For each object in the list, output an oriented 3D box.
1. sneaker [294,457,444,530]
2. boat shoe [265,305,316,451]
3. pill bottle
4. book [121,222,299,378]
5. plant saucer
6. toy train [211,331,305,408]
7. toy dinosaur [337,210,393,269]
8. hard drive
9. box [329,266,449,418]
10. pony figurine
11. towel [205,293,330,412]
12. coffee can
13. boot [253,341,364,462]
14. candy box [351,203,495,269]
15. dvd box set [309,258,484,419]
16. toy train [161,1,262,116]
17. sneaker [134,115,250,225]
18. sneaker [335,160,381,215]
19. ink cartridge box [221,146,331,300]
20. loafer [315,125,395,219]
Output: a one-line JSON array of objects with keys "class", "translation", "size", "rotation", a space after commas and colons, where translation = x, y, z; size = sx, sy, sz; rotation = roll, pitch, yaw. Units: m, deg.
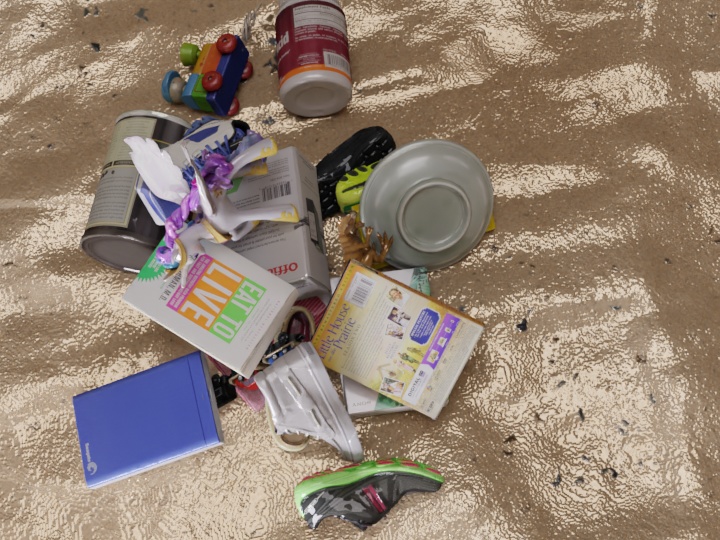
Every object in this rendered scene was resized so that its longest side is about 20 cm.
[{"class": "sneaker", "translation": [0.014, 0.298, 1.248], "size": [0.199, 0.077, 0.084], "rotation": [-10, 87, 1]}, {"class": "boat shoe", "translation": [-0.093, 0.146, 1.290], "size": [0.074, 0.066, 0.201], "rotation": [0, 80, -9]}, {"class": "pill bottle", "translation": [-0.076, -0.354, 1.473], "size": [0.113, 0.114, 0.201], "rotation": [-5, 68, 0]}, {"class": "book", "translation": [-0.198, 0.034, 1.249], "size": [0.199, 0.048, 0.134], "rotation": [28, 77, 17]}, {"class": "plant saucer", "translation": [0.099, -0.083, 1.326], "size": [0.199, 0.201, 0.050], "rotation": [-17, 26, -4]}, {"class": "toy train", "translation": [-0.147, 0.139, 1.273], "size": [0.200, 0.034, 0.046], "rotation": [-33, 59, 29]}, {"class": "toy dinosaur", "translation": [0.000, 0.000, 1.299], "size": [0.060, 0.201, 0.106], "rotation": [6, 35, 36]}, {"class": "hard drive", "translation": [-0.293, 0.204, 1.290], "size": [0.199, 0.025, 0.133], "rotation": [-20, 69, 9]}, {"class": "box", "translation": [0.038, 0.100, 1.326], "size": [0.143, 0.036, 0.201], "rotation": [-7, 72, -5]}, {"class": "pony figurine", "translation": [-0.192, -0.098, 1.199], "size": [0.200, 0.194, 0.166], "rotation": [-31, 30, -28]}, {"class": "towel", "translation": [-0.121, 0.087, 1.354], "size": [0.200, 0.023, 0.144], "rotation": [-41, 73, -12]}, {"class": "coffee can", "translation": [-0.311, -0.111, 1.372], "size": [0.145, 0.146, 0.201], "rotation": [8, 69, 6]}, {"class": "boot", "translation": [-0.070, 0.191, 1.237], "size": [0.095, 0.201, 0.074], "rotation": [-28, 27, -8]}, {"class": "candy box", "translation": [0.094, -0.077, 1.371], "size": [0.199, 0.103, 0.026], "rotation": [-19, 30, -4]}, {"class": "dvd box set", "translation": [0.044, 0.091, 1.249], "size": [0.199, 0.029, 0.147], "rotation": [25, 101, -4]}, {"class": "toy train", "translation": [-0.235, -0.347, 1.502], "size": [0.115, 0.085, 0.201], "rotation": [9, 69, 20]}, {"class": "sneaker", "translation": [-0.212, -0.154, 1.289], "size": [0.115, 0.081, 0.200], "rotation": [-3, 39, 38]}, {"class": "sneaker", "translation": [0.059, -0.127, 1.399], "size": [0.199, 0.084, 0.074], "rotation": [-16, 48, -8]}, {"class": "ink cartridge box", "translation": [-0.132, -0.054, 1.333], "size": [0.145, 0.084, 0.201], "rotation": [-14, 68, 17]}, {"class": "loafer", "translation": [-0.035, -0.144, 1.423], "size": [0.200, 0.068, 0.070], "rotation": [-40, 34, -3]}]
